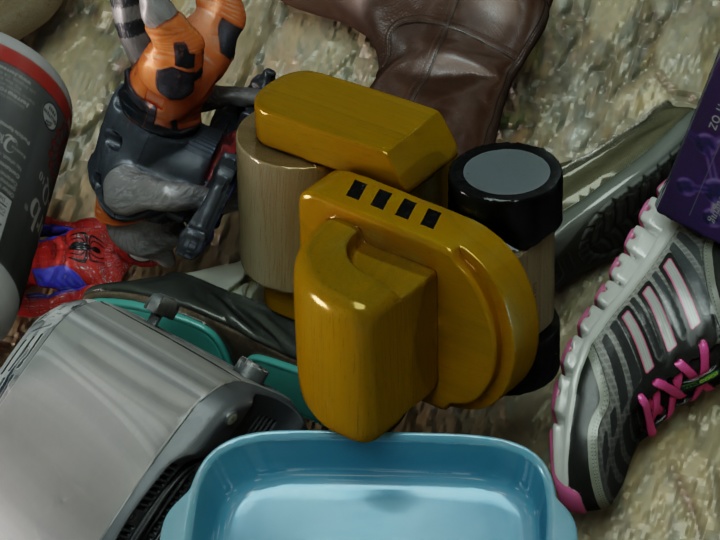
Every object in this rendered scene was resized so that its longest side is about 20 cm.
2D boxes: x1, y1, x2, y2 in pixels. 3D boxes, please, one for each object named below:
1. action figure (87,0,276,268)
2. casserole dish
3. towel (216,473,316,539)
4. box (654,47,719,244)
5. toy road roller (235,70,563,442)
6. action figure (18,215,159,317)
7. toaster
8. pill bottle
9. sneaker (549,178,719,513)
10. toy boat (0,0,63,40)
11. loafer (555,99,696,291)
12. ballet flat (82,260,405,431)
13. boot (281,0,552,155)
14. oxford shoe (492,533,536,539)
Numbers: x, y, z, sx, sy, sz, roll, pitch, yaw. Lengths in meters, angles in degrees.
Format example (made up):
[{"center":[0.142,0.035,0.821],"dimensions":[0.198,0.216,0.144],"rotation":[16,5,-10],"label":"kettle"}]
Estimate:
[{"center":[-0.098,-0.097,1.474],"dimensions":[0.105,0.194,0.200],"rotation":[14,21,3],"label":"action figure"},{"center":[0.005,0.138,1.314],"dimensions":[0.200,0.039,0.121],"rotation":[0,61,9],"label":"casserole dish"},{"center":[-0.041,0.227,1.342],"dimensions":[0.191,0.032,0.200],"rotation":[42,74,6],"label":"towel"},{"center":[0.272,-0.064,1.382],"dimensions":[0.200,0.148,0.104],"rotation":[27,42,12],"label":"box"},{"center":[0.000,0.000,1.357],"dimensions":[0.200,0.123,0.146],"rotation":[22,40,31],"label":"toy road roller"},{"center":[-0.206,0.000,1.533],"dimensions":[0.200,0.052,0.065],"rotation":[-6,57,4],"label":"action figure"},{"center":[-0.131,0.112,1.406],"dimensions":[0.129,0.114,0.200],"rotation":[35,94,30],"label":"toaster"},{"center":[-0.227,-0.023,1.450],"dimensions":[0.116,0.116,0.200],"rotation":[3,54,12],"label":"pill bottle"},{"center":[0.163,0.041,1.420],"dimensions":[0.087,0.074,0.200],"rotation":[17,62,23],"label":"sneaker"},{"center":[-0.277,-0.177,1.620],"dimensions":[0.200,0.131,0.131],"rotation":[-33,30,-9],"label":"toy boat"},{"center":[0.100,-0.033,1.474],"dimensions":[0.200,0.075,0.070],"rotation":[-36,65,-10],"label":"loafer"},{"center":[-0.054,0.036,1.471],"dimensions":[0.200,0.068,0.068],"rotation":[19,51,26],"label":"ballet flat"},{"center":[0.000,-0.098,1.515],"dimensions":[0.186,0.064,0.200],"rotation":[4,54,27],"label":"boot"},{"center":[0.090,0.220,1.316],"dimensions":[0.073,0.071,0.200],"rotation":[-14,61,-8],"label":"oxford shoe"}]
